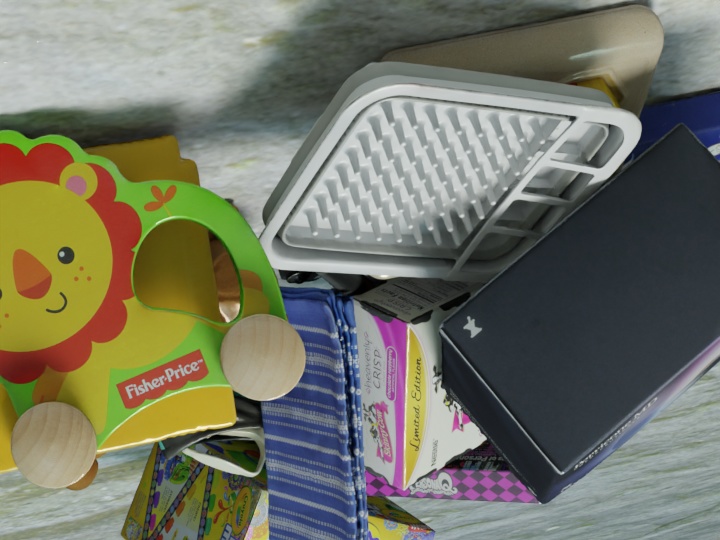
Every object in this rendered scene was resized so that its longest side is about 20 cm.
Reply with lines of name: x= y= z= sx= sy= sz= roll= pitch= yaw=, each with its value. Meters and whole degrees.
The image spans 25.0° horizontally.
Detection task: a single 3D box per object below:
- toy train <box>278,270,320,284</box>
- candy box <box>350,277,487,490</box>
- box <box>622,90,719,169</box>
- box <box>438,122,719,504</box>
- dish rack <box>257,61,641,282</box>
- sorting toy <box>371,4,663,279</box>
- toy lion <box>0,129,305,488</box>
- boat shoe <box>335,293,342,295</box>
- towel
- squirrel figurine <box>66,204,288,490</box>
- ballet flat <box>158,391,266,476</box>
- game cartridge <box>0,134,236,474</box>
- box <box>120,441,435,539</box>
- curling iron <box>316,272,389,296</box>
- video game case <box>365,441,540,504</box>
toy train: x=0.017 y=-0.041 z=1.125 sx=0.046 sy=0.034 sz=0.199 roll=3 pitch=153 yaw=-46
candy box: x=0.078 y=0.058 z=1.209 sx=0.061 sy=0.138 sz=0.199 roll=23 pitch=-147 yaw=39
box: x=0.176 y=-0.076 z=1.162 sx=0.198 sy=0.033 sz=0.121 roll=-11 pitch=160 yaw=-13
box: x=0.159 y=0.038 z=1.045 sx=0.199 sy=0.124 sz=0.199 roll=-40 pitch=167 yaw=-5
dish rack: x=0.046 y=-0.060 z=0.949 sx=0.198 sy=0.044 sz=0.172 roll=3 pitch=145 yaw=-30
sorting toy: x=0.092 y=-0.071 z=1.028 sx=0.183 sy=0.037 sz=0.201 roll=-12 pitch=144 yaw=-12
toy lion: x=-0.152 y=0.009 z=0.905 sx=0.198 sy=0.194 sz=0.069 roll=-21 pitch=-178 yaw=-9
boat shoe: x=-0.041 y=0.074 z=1.333 sx=0.199 sy=0.069 sz=0.084 roll=-26 pitch=158 yaw=24
towel: x=-0.041 y=0.112 z=1.178 sx=0.024 sy=0.203 sz=0.144 roll=-6 pitch=-175 yaw=-30
squirrel figurine: x=-0.142 y=0.032 z=1.053 sx=0.185 sy=0.143 sz=0.200 roll=-22 pitch=163 yaw=-4
ballet flat: x=-0.068 y=0.129 z=1.278 sx=0.197 sy=0.069 sz=0.068 roll=4 pitch=162 yaw=-16
game cartridge: x=-0.182 y=0.022 z=0.944 sx=0.198 sy=0.179 sz=0.032 roll=-10 pitch=-173 yaw=-16
box: x=-0.076 y=0.239 z=1.469 sx=0.199 sy=0.123 sz=0.192 roll=20 pitch=-176 yaw=-36
curling iron: x=0.000 y=0.000 z=1.152 sx=0.050 sy=0.026 sz=0.200 roll=-48 pitch=162 yaw=10
video game case: x=0.090 y=0.143 z=1.441 sx=0.198 sy=0.036 sz=0.181 roll=-1 pitch=-157 yaw=24
